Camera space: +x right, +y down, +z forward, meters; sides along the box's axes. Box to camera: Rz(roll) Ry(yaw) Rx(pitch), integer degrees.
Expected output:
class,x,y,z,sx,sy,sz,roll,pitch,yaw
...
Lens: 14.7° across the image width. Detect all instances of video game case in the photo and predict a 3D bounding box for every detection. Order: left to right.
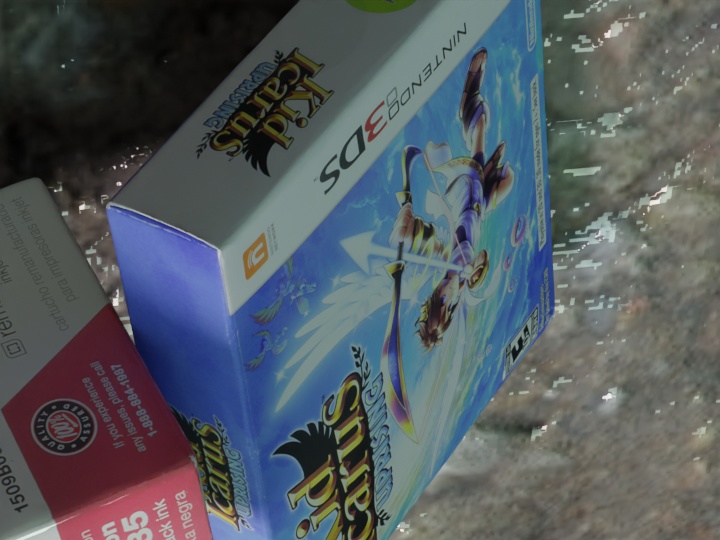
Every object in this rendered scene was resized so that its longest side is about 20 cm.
class,x,y,z,sx,sy,sz,roll,pitch,yaw
video game case,0.000,0.000,0.916,0.045,0.181,0.201,22,142,26

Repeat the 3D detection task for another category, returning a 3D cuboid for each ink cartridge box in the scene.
class,x,y,z,sx,sy,sz,roll,pitch,yaw
ink cartridge box,-0.159,0.075,0.849,0.199,0.147,0.083,-21,137,-14
